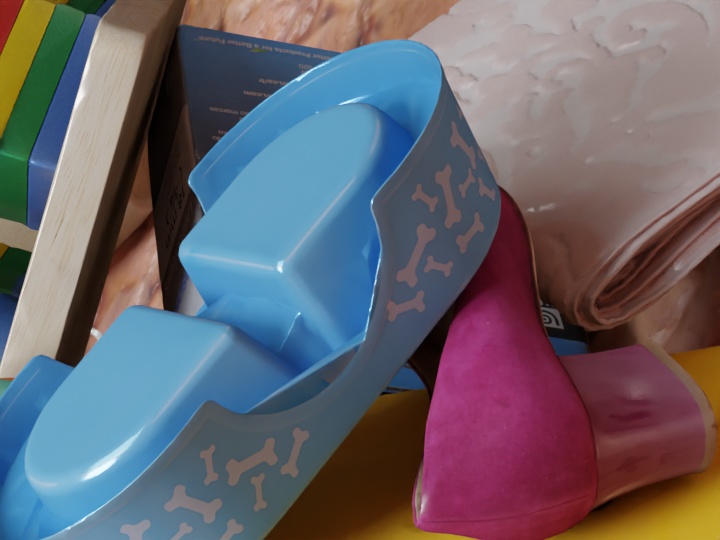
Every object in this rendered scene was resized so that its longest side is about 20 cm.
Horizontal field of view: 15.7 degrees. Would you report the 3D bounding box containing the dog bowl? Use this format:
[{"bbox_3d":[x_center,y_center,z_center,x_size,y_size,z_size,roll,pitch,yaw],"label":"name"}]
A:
[{"bbox_3d":[-0.034,0.019,0.780,0.200,0.050,0.111,-50,27,-18],"label":"dog bowl"}]

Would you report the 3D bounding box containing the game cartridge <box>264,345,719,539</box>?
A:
[{"bbox_3d":[0.024,0.086,0.779,0.199,0.033,0.176,-10,24,12],"label":"game cartridge"}]

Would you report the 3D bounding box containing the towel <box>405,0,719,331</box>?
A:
[{"bbox_3d":[0.102,-0.071,0.909,0.191,0.032,0.200,-36,31,-10],"label":"towel"}]

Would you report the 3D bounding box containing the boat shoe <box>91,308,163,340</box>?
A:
[{"bbox_3d":[-0.095,0.053,1.162,0.202,0.086,0.075,-43,34,33],"label":"boat shoe"}]

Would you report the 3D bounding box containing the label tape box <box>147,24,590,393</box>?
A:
[{"bbox_3d":[0.000,0.000,0.977,0.200,0.144,0.063,-101,25,-49],"label":"label tape box"}]

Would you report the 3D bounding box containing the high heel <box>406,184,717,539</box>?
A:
[{"bbox_3d":[0.016,0.019,0.800,0.200,0.096,0.068,34,129,55],"label":"high heel"}]

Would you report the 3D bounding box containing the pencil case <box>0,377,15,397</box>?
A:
[{"bbox_3d":[-0.121,0.136,0.862,0.088,0.088,0.201,11,92,61],"label":"pencil case"}]

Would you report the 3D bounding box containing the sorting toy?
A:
[{"bbox_3d":[-0.130,-0.018,0.990,0.199,0.069,0.201,-85,13,-76],"label":"sorting toy"}]

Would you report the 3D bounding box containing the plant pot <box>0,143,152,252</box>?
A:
[{"bbox_3d":[-0.175,-0.069,1.324,0.134,0.200,0.201,-6,54,16],"label":"plant pot"}]
